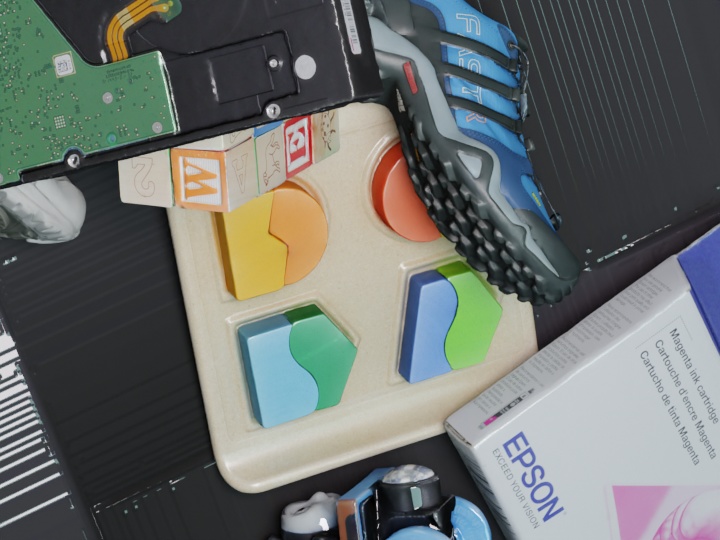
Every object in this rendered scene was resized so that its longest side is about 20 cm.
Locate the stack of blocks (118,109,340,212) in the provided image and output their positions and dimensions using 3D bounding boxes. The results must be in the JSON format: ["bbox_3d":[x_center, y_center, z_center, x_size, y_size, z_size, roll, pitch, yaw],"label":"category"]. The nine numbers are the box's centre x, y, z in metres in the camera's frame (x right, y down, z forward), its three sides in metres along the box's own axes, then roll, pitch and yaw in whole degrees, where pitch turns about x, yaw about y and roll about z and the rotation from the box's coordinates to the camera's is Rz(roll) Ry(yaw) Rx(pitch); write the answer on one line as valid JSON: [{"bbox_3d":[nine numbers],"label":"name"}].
[{"bbox_3d":[-0.064,-0.139,1.340,0.115,0.058,0.201,-31,123,-58],"label":"stack of blocks"}]

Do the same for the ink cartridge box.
[{"bbox_3d":[0.168,0.101,1.556,0.200,0.043,0.197,-35,122,-7],"label":"ink cartridge box"}]

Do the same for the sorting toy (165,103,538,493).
[{"bbox_3d":[0.000,0.000,1.476,0.184,0.036,0.201,-17,111,-16],"label":"sorting toy"}]

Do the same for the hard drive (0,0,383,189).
[{"bbox_3d":[-0.096,-0.121,1.270,0.199,0.038,0.140,-13,91,26],"label":"hard drive"}]

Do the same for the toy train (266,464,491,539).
[{"bbox_3d":[0.012,0.200,1.501,0.114,0.087,0.201,-4,100,18],"label":"toy train"}]

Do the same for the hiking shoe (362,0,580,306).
[{"bbox_3d":[0.058,-0.079,1.420,0.087,0.074,0.200,-33,87,-17],"label":"hiking shoe"}]

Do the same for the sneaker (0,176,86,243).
[{"bbox_3d":[-0.188,-0.087,1.354,0.200,0.078,0.100,43,60,-43],"label":"sneaker"}]
